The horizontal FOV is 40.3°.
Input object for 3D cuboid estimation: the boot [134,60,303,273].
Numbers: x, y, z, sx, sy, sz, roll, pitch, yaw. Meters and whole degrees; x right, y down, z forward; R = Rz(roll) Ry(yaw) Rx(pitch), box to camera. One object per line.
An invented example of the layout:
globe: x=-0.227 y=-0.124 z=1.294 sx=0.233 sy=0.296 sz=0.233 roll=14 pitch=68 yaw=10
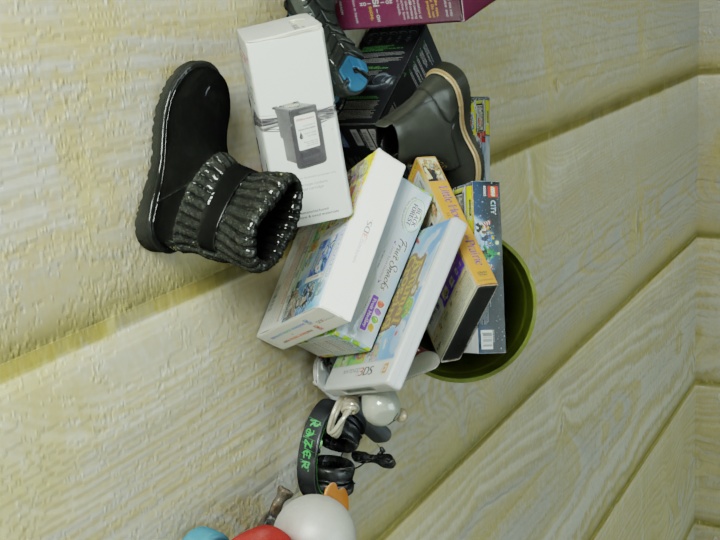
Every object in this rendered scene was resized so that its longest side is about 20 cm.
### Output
boot: x=-0.127 y=-0.105 z=0.963 sx=0.079 sy=0.157 sz=0.212 roll=18 pitch=80 yaw=-56

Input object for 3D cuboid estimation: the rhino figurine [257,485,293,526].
rhino figurine: x=-0.064 y=0.337 z=1.221 sx=0.088 sy=0.060 sz=0.200 roll=-57 pitch=143 yaw=-9

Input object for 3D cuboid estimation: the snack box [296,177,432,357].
snack box: x=0.000 y=0.000 z=1.150 sx=0.053 sy=0.142 sz=0.201 roll=29 pitch=71 yaw=-19

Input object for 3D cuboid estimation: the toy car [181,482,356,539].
toy car: x=-0.062 y=0.327 z=1.086 sx=0.200 sy=0.184 sz=0.178 roll=-39 pitch=126 yaw=-41

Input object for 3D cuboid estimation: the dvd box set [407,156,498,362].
dvd box set: x=0.092 y=-0.014 z=1.162 sx=0.029 sy=0.200 sz=0.147 roll=-6 pitch=141 yaw=-21

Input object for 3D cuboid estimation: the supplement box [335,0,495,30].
supplement box: x=0.058 y=-0.363 z=1.195 sx=0.131 sy=0.199 sz=0.104 roll=-42 pitch=128 yaw=-47

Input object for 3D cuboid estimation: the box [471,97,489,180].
box: x=0.157 y=-0.166 z=1.523 sx=0.136 sy=0.038 sz=0.201 roll=-18 pitch=109 yaw=-56

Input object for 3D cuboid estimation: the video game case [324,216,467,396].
video game case: x=0.036 y=0.045 z=1.105 sx=0.022 sy=0.182 sz=0.201 roll=30 pitch=71 yaw=-17

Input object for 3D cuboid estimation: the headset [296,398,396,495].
headset: x=-0.020 y=0.234 z=1.249 sx=0.200 sy=0.094 sz=0.124 roll=43 pitch=58 yaw=-68

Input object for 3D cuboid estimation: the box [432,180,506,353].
box: x=0.127 y=0.000 z=1.191 sx=0.038 sy=0.137 sz=0.201 roll=-1 pitch=87 yaw=-18

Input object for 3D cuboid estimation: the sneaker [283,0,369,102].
sneaker: x=-0.064 y=-0.288 z=1.137 sx=0.073 sy=0.082 sz=0.201 roll=-22 pitch=94 yaw=-45

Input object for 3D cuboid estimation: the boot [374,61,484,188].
boot: x=0.080 y=-0.141 z=1.227 sx=0.138 sy=0.077 sz=0.201 roll=-42 pitch=132 yaw=-29

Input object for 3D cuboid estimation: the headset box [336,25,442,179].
headset box: x=0.050 y=-0.205 z=1.305 sx=0.174 sy=0.092 sz=0.200 roll=57 pitch=47 yaw=-44

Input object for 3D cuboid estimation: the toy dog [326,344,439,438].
toy dog: x=0.044 y=0.120 z=1.168 sx=0.096 sy=0.132 sz=0.201 roll=28 pitch=50 yaw=-15

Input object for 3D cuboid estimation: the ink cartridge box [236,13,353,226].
ink cartridge box: x=-0.073 y=-0.164 z=1.056 sx=0.145 sy=0.083 sz=0.201 roll=-120 pitch=-161 yaw=-68

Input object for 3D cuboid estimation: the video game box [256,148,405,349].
video game box: x=-0.035 y=-0.020 z=1.116 sx=0.047 sy=0.182 sz=0.201 roll=27 pitch=66 yaw=-17

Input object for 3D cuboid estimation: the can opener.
can opener: x=-0.004 y=0.168 z=1.296 sx=0.200 sy=0.066 sz=0.053 roll=54 pitch=37 yaw=-46

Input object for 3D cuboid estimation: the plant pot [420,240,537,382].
plant pot: x=0.130 y=0.043 z=1.361 sx=0.193 sy=0.199 sz=0.201 roll=-62 pitch=156 yaw=-89
